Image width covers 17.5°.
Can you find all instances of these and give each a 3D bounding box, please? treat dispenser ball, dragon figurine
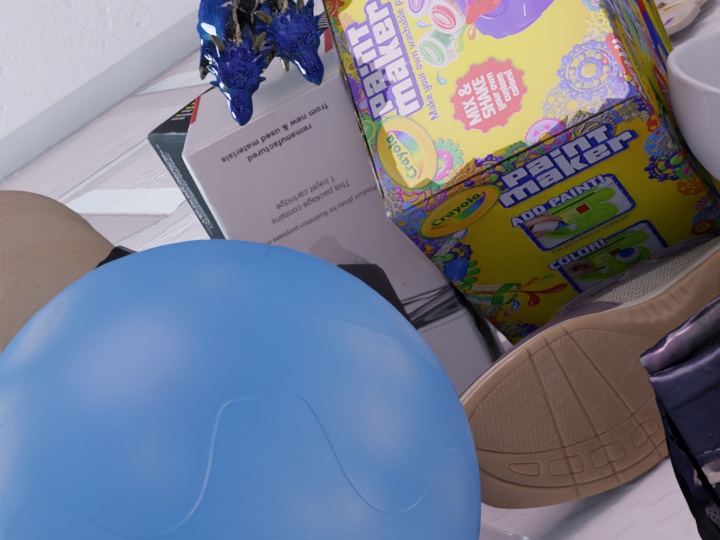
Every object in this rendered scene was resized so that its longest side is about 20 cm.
[{"bbox_3d":[-0.054,0.089,0.885,0.200,0.202,0.201,-30,13,7],"label":"treat dispenser ball"},{"bbox_3d":[-0.056,-0.149,1.037,0.058,0.202,0.100,-9,-19,-10],"label":"dragon figurine"}]

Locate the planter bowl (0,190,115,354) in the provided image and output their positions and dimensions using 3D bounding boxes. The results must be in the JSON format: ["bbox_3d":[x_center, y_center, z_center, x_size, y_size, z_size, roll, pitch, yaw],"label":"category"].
[{"bbox_3d":[-0.186,0.070,1.356,0.200,0.201,0.134,-37,41,-24],"label":"planter bowl"}]

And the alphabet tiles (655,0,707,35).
[{"bbox_3d":[0.176,-0.163,1.715,0.195,0.015,0.200,-23,16,33],"label":"alphabet tiles"}]

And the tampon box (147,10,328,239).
[{"bbox_3d":[-0.011,-0.084,1.549,0.199,0.151,0.126,-35,14,-15],"label":"tampon box"}]

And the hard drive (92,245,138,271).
[{"bbox_3d":[-0.117,0.109,0.992,0.200,0.140,0.038,-51,32,-11],"label":"hard drive"}]

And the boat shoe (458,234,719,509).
[{"bbox_3d":[0.113,0.039,0.993,0.199,0.072,0.065,-33,7,-20],"label":"boat shoe"}]

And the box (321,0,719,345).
[{"bbox_3d":[0.076,-0.089,1.079,0.121,0.193,0.201,-26,58,15],"label":"box"}]

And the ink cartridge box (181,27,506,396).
[{"bbox_3d":[0.000,0.000,1.104,0.083,0.201,0.144,-26,13,5],"label":"ink cartridge box"}]

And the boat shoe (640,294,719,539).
[{"bbox_3d":[0.190,0.026,0.795,0.199,0.093,0.075,-31,13,5],"label":"boat shoe"}]

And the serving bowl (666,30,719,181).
[{"bbox_3d":[0.228,-0.058,0.989,0.198,0.066,0.200,-1,18,0],"label":"serving bowl"}]
